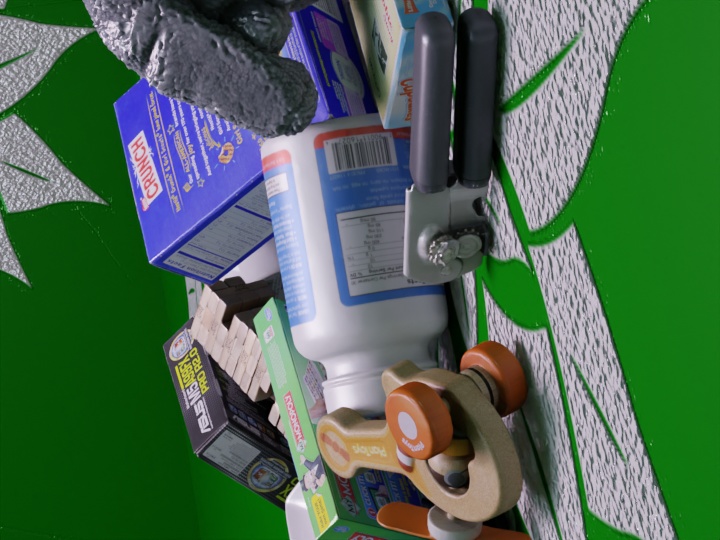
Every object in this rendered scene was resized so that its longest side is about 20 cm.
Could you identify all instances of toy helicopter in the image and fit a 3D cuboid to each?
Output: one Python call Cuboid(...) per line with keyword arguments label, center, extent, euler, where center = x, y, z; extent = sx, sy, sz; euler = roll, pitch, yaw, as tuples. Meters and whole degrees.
Cuboid(label="toy helicopter", center=(0.037, 0.121, 1.264), extent=(0.200, 0.079, 0.133), euler=(-4, 109, 57))

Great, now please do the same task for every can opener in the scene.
Cuboid(label="can opener", center=(0.051, -0.074, 1.207), extent=(0.067, 0.052, 0.201), euler=(-109, 15, -45))

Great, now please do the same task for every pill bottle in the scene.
Cuboid(label="pill bottle", center=(0.000, 0.000, 1.376), extent=(0.112, 0.112, 0.201), euler=(147, 114, -78))

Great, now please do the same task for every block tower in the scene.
Cuboid(label="block tower", center=(-0.052, 0.084, 1.549), extent=(0.200, 0.054, 0.058), euler=(45, 132, 32))

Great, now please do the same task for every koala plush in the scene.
Cuboid(label="koala plush", center=(-0.086, -0.213, 1.358), extent=(0.200, 0.183, 0.178), euler=(-60, -14, -64))

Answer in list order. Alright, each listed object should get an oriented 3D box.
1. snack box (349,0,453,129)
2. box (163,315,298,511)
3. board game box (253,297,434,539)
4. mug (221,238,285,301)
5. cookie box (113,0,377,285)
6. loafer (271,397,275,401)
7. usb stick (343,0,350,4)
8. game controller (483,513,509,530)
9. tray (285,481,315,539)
Cuboid(label="snack box", center=(0.015, -0.209, 1.318), extent=(0.116, 0.037, 0.201), euler=(100, 158, -61))
Cuboid(label="box", center=(-0.076, 0.145, 1.753), extent=(0.200, 0.044, 0.160), euler=(36, -164, -33))
Cuboid(label="board game box", center=(0.004, 0.117, 1.425), extent=(0.029, 0.134, 0.201), euler=(-47, 42, 30))
Cuboid(label="mug", center=(-0.095, -0.042, 1.710), extent=(0.200, 0.147, 0.176), euler=(-58, 45, 51))
Cuboid(label="cookie box", center=(-0.090, -0.115, 1.549), extent=(0.200, 0.075, 0.172), euler=(-37, 51, 27))
Cuboid(label="loafer", center=(-0.066, 0.067, 1.696), extent=(0.073, 0.071, 0.200), euler=(-62, 21, 4))
Cuboid(label="usb stick", center=(-0.022, -0.267, 1.478), extent=(0.200, 0.032, 0.056), euler=(-111, 23, -48))
Cuboid(label="game controller", center=(0.082, 0.205, 1.310), extent=(0.105, 0.042, 0.201), euler=(98, 160, -58))
Cuboid(label="tray", center=(-0.007, 0.213, 1.423), extent=(0.108, 0.022, 0.201), euler=(-54, 34, 35))
